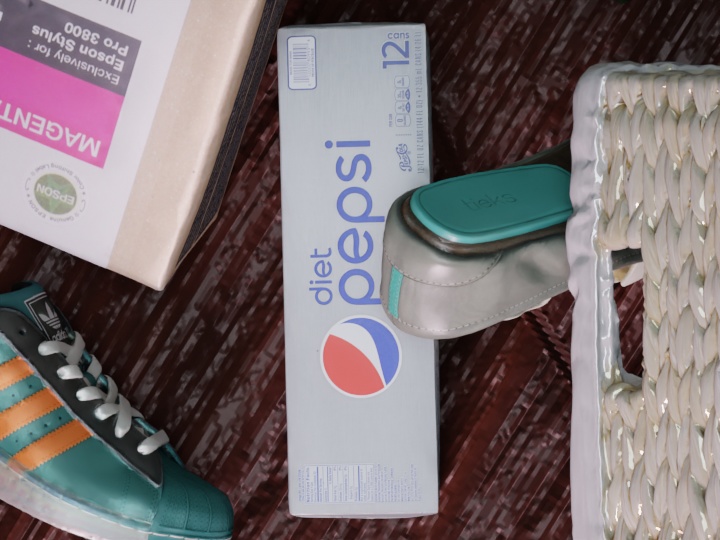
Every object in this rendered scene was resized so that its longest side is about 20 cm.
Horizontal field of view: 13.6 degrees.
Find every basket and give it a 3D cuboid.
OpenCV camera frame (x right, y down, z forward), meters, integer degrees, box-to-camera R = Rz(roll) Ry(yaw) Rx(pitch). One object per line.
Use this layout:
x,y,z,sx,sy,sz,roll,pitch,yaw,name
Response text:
0.199,0.018,1.150,0.199,0.161,0.199,0,90,-27,basket

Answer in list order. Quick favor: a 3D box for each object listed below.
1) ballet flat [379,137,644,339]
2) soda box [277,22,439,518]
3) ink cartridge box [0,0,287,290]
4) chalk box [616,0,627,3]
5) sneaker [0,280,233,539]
0.090,-0.019,1.225,0.067,0.199,0.064,45,138,38,ballet flat
0.000,0.000,1.247,0.063,0.068,0.201,-2,90,2,soda box
-0.137,-0.107,1.220,0.199,0.075,0.165,22,120,4,ink cartridge box
0.115,-0.190,1.212,0.124,0.124,0.200,-40,86,3,chalk box
-0.134,0.052,1.254,0.199,0.071,0.080,27,96,5,sneaker
